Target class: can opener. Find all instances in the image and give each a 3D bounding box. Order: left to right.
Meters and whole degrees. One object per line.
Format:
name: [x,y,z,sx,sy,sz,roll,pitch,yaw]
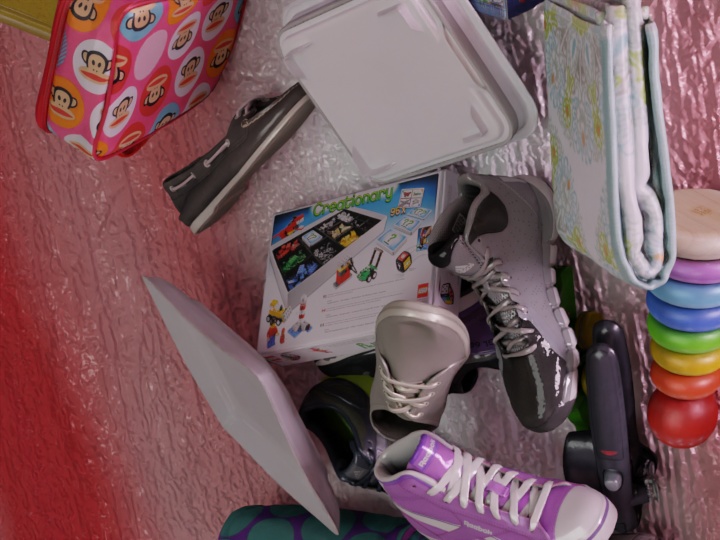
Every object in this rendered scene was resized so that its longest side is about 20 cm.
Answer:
can opener: [0.190,0.123,1.652,0.078,0.064,0.201,-1,135,8]

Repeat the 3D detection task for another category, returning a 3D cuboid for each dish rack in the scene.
dish rack: [0.026,-0.144,1.659,0.199,0.044,0.172,-16,114,50]

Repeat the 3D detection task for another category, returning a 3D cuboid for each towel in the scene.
towel: [0.175,-0.100,1.543,0.048,0.171,0.202,-6,103,-8]

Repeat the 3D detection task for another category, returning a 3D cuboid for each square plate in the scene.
square plate: [-0.094,0.108,1.832,0.200,0.028,0.199,37,158,47]

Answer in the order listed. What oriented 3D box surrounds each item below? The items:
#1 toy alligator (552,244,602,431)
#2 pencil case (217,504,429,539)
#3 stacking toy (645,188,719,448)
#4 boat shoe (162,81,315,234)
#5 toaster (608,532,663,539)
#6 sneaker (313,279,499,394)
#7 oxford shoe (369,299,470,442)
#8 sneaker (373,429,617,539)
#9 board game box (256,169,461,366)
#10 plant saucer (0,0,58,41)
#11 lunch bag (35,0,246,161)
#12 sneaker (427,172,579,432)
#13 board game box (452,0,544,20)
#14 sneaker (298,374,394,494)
toy alligator: [0.151,0.043,1.684,0.059,0.054,0.201,1,110,36]
pencil case: [-0.025,0.253,1.887,0.199,0.085,0.093,1,116,35]
stacking toy: [0.246,0.045,1.605,0.085,0.085,0.201,17,124,30]
boat shoe: [-0.105,-0.103,1.803,0.057,0.067,0.200,48,133,4]
toaster: [0.191,0.286,1.723,0.129,0.114,0.201,-11,107,35]
sneaker: [0.047,0.071,1.764,0.199,0.076,0.088,-21,105,43]
oxford shoe: [0.041,0.080,1.665,0.075,0.058,0.200,15,154,3]
sneaker: [0.094,0.173,1.673,0.199,0.073,0.114,-2,142,41]
board game box: [0.000,0.000,1.738,0.199,0.034,0.127,-12,64,44]
plant saucer: [-0.261,-0.278,1.854,0.199,0.048,0.201,22,121,27]
lunch bag: [-0.172,-0.174,1.736,0.082,0.200,0.177,28,123,18]
sneaker: [0.096,0.020,1.620,0.075,0.115,0.202,-23,66,43]
board game box: [0.032,-0.295,1.621,0.199,0.062,0.201,7,114,33]
sneaker: [0.024,0.165,1.814,0.200,0.081,0.074,41,128,15]
